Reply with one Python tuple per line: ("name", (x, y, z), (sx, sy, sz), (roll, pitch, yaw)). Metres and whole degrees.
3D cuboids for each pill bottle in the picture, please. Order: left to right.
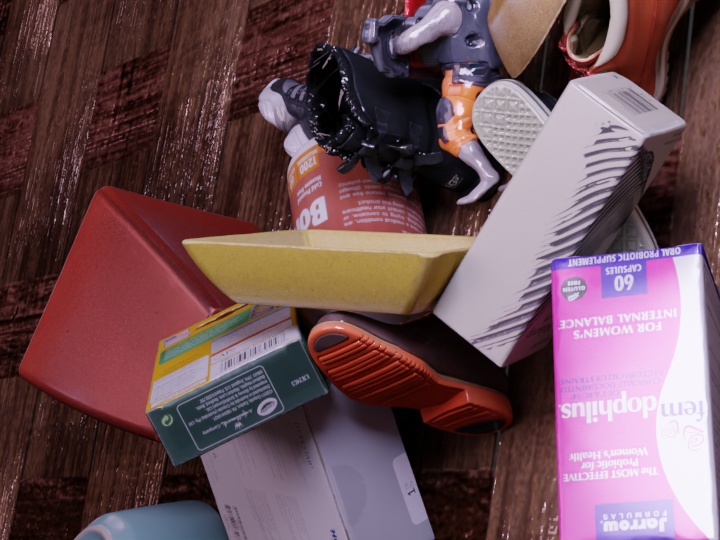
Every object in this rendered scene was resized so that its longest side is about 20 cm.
("pill bottle", (0.003, -0.013, 1.478), (0.112, 0.112, 0.200), (-42, 43, 37))

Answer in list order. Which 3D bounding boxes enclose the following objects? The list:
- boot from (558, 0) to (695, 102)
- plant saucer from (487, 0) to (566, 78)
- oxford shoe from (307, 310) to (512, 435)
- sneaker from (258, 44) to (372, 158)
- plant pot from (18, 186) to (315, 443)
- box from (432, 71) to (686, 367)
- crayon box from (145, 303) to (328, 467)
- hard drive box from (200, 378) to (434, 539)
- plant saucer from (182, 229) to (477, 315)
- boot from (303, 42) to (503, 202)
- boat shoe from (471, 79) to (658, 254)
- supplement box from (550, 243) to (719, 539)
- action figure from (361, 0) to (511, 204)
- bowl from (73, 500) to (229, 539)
("boot", (0.172, -0.154, 1.260), (0.075, 0.107, 0.200), (38, 141, 22))
("plant saucer", (0.136, -0.236, 1.268), (0.200, 0.035, 0.200), (-156, 90, -85))
("oxford shoe", (0.035, 0.062, 1.317), (0.071, 0.200, 0.073), (-22, 55, 35))
("sneaker", (-0.024, -0.157, 1.630), (0.114, 0.075, 0.200), (-48, 27, 10))
("plant pot", (-0.157, 0.065, 1.622), (0.176, 0.200, 0.200), (36, 105, 42))
("box", (0.136, -0.035, 1.217), (0.068, 0.082, 0.200), (39, 119, 19))
("crayon box", (-0.095, 0.075, 1.367), (0.126, 0.052, 0.200), (-26, 13, 2))
("hard drive box", (-0.048, 0.157, 1.441), (0.200, 0.077, 0.156), (0, 112, 56))
("plant saucer", (0.000, 0.000, 1.309), (0.200, 0.200, 0.049), (3, 94, 25))
("boot", (0.029, -0.147, 1.459), (0.073, 0.162, 0.198), (-47, 40, 36))
("boat shoe", (0.158, -0.057, 1.282), (0.075, 0.062, 0.200), (-43, 75, 29))
("supplement box", (0.184, 0.095, 1.145), (0.101, 0.103, 0.200), (-7, 67, 16))
("action figure", (0.101, -0.158, 1.386), (0.105, 0.200, 0.194), (-14, 93, 37))
("bowl", (-0.215, 0.305, 1.656), (0.201, 0.105, 0.201), (-29, 53, 47))
